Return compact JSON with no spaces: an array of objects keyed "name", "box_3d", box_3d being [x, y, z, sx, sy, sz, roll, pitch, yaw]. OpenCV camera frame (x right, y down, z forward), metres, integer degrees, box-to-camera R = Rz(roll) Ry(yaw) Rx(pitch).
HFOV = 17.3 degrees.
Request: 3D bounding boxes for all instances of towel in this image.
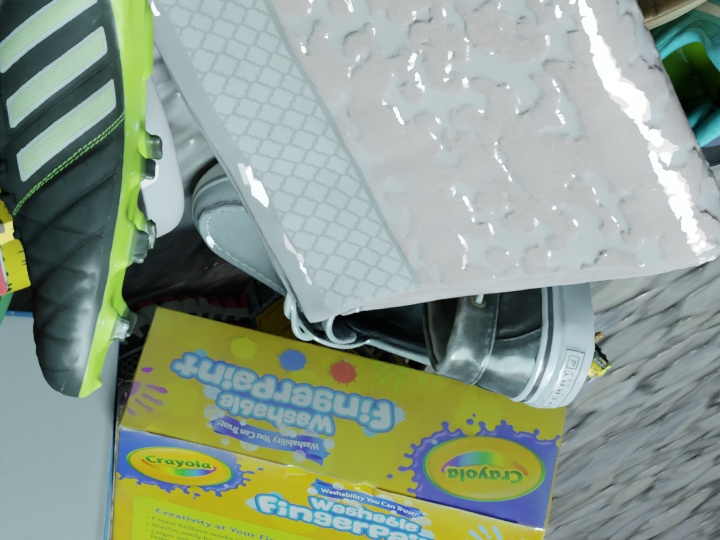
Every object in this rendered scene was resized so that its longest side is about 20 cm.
[{"name":"towel","box_3d":[0.019,-0.072,0.881,0.190,0.200,0.032,-11,-148,30]}]

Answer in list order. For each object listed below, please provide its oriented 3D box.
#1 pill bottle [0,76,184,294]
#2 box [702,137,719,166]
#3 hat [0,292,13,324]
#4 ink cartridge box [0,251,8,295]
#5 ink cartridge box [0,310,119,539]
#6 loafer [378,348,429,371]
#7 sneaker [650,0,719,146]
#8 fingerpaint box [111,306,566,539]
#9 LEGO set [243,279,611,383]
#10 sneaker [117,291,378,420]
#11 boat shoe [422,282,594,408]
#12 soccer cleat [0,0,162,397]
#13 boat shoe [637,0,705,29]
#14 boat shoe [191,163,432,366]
[{"name":"pill bottle","box_3d":[-0.176,-0.035,0.890,0.199,0.113,0.113,-21,159,-10]},{"name":"box","box_3d":[0.207,-0.138,1.109,0.163,0.086,0.200,-15,158,-22]},{"name":"hat","box_3d":[-0.258,0.013,0.957,0.201,0.176,0.166,-61,-159,-5]},{"name":"ink cartridge box","box_3d":[-0.236,-0.034,0.778,0.199,0.145,0.084,-21,158,-12]},{"name":"ink cartridge box","box_3d":[-0.194,0.121,1.144,0.147,0.145,0.200,4,155,-5]},{"name":"loafer","box_3d":[0.060,-0.006,1.298,0.072,0.063,0.200,-10,155,-36]},{"name":"sneaker","box_3d":[0.123,-0.082,1.018,0.080,0.078,0.200,-48,-169,-29]},{"name":"fingerpaint box","box_3d":[-0.015,0.111,1.138,0.199,0.074,0.167,13,145,2]},{"name":"LEGO set","box_3d":[0.037,0.048,1.214,0.153,0.116,0.200,-31,127,12]},{"name":"sneaker","box_3d":[-0.078,0.055,1.274,0.199,0.075,0.081,-14,157,-25]},{"name":"boat shoe","box_3d":[0.050,-0.027,1.009,0.071,0.200,0.072,14,126,-19]},{"name":"soccer cleat","box_3d":[-0.109,-0.057,0.818,0.081,0.201,0.068,3,-179,-1]},{"name":"boat shoe","box_3d":[0.061,-0.109,0.966,0.199,0.072,0.065,-17,166,2]},{"name":"boat shoe","box_3d":[0.000,0.001,1.090,0.072,0.200,0.070,-52,150,-41]}]
